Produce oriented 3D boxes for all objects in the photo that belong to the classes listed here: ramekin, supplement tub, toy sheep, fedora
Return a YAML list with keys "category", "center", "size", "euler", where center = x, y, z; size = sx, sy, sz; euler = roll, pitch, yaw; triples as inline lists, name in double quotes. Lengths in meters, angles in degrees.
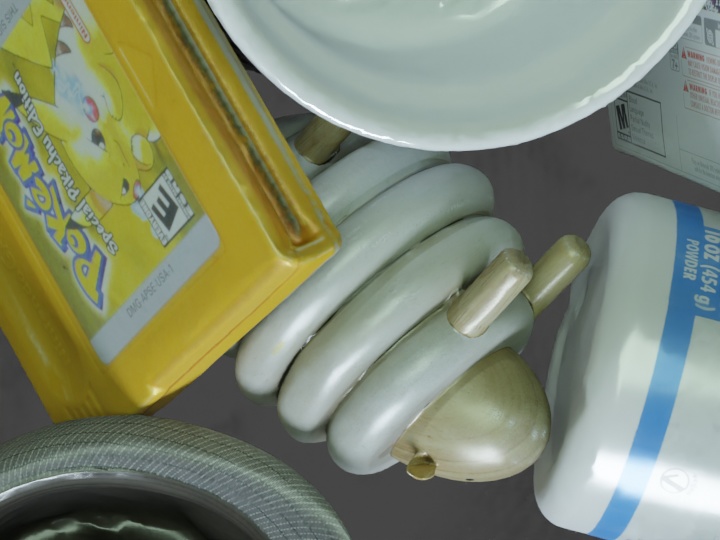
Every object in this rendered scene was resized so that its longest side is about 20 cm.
- category: "ramekin"
  center: [0.026, -0.150, 0.765]
  size: [0.199, 0.098, 0.202]
  euler: [-4, 107, -13]
- category: "supplement tub"
  center: [0.175, 0.056, 0.844]
  size: [0.198, 0.132, 0.133]
  euler: [14, 87, -2]
- category: "toy sheep"
  center: [0.000, 0.000, 0.856]
  size: [0.138, 0.138, 0.200]
  euler: [-39, 72, -2]
- category: "fedora"
  center: [-0.087, 0.146, 0.865]
  size: [0.198, 0.090, 0.179]
  euler: [-3, 85, 7]

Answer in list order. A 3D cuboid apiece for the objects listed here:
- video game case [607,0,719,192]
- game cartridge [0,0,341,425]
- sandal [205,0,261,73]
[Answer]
- category: "video game case"
  center: [0.139, -0.117, 0.803]
  size: [0.035, 0.200, 0.183]
  euler: [-9, 105, -16]
- category: "game cartridge"
  center: [-0.103, -0.039, 0.830]
  size: [0.032, 0.200, 0.177]
  euler: [-24, 79, -38]
- category: "sandal"
  center: [-0.112, -0.125, 0.881]
  size: [0.198, 0.075, 0.045]
  euler: [16, 77, 15]
